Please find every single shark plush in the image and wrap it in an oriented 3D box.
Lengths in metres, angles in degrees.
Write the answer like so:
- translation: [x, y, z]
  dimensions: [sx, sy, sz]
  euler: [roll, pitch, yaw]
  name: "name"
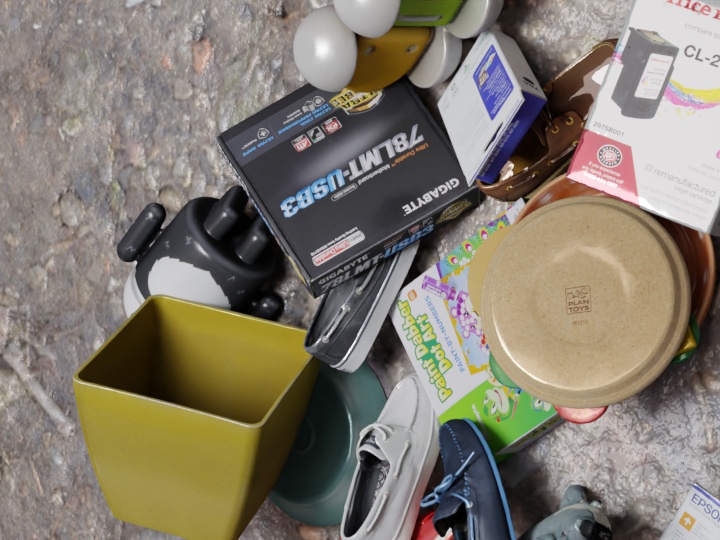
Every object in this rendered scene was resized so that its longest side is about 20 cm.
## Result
- translation: [0.187, 0.253, 1.550]
  dimensions: [0.083, 0.200, 0.091]
  euler: [-12, 90, -7]
  name: "shark plush"

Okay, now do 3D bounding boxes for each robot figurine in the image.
- translation: [-0.173, 0.003, 1.860]
  dimensions: [0.200, 0.124, 0.151]
  euler: [-47, 63, 26]
  name: "robot figurine"

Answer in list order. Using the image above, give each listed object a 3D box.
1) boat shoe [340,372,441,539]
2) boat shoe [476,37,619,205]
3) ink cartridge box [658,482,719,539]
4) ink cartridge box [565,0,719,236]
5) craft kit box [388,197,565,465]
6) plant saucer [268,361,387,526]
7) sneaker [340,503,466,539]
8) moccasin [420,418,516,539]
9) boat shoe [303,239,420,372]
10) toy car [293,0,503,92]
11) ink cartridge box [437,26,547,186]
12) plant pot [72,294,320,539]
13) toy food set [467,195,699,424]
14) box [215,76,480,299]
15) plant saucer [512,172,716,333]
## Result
- translation: [0.025, 0.187, 1.697]
  dimensions: [0.072, 0.068, 0.201]
  euler: [-1, 62, 47]
  name: "boat shoe"
- translation: [0.185, -0.138, 1.622]
  dimensions: [0.200, 0.067, 0.072]
  euler: [-49, 62, 26]
  name: "boat shoe"
- translation: [0.328, 0.323, 1.515]
  dimensions: [0.199, 0.040, 0.201]
  euler: [40, 112, 32]
  name: "ink cartridge box"
- translation: [0.288, -0.148, 1.507]
  dimensions: [0.145, 0.083, 0.201]
  euler: [23, 98, 24]
  name: "ink cartridge box"
- translation: [0.140, 0.065, 1.669]
  dimensions: [0.197, 0.048, 0.201]
  euler: [-40, 66, 33]
  name: "craft kit box"
- translation: [-0.056, 0.173, 1.821]
  dimensions: [0.199, 0.036, 0.201]
  euler: [-1, 89, 38]
  name: "plant saucer"
- translation: [0.043, 0.259, 1.717]
  dimensions: [0.200, 0.078, 0.116]
  euler: [-50, 63, 24]
  name: "sneaker"
- translation: [0.099, 0.226, 1.593]
  dimensions: [0.081, 0.068, 0.201]
  euler: [97, 161, -50]
  name: "moccasin"
- translation: [0.000, 0.000, 1.731]
  dimensions: [0.072, 0.068, 0.201]
  euler: [18, 82, 64]
  name: "boat shoe"
- translation: [0.026, -0.269, 1.658]
  dimensions: [0.200, 0.174, 0.151]
  euler: [-48, 55, 49]
  name: "toy car"
- translation: [0.125, -0.152, 1.619]
  dimensions: [0.100, 0.039, 0.200]
  euler: [-57, 19, 22]
  name: "ink cartridge box"
- translation: [-0.164, 0.163, 1.746]
  dimensions: [0.199, 0.200, 0.177]
  euler: [12, 118, 14]
  name: "plant pot"
- translation: [0.200, 0.032, 1.538]
  dimensions: [0.199, 0.049, 0.199]
  euler: [-23, 72, 14]
  name: "toy food set"
- translation: [-0.013, -0.102, 1.721]
  dimensions: [0.199, 0.050, 0.199]
  euler: [-29, 64, -7]
  name: "box"
- translation: [0.228, 0.002, 1.576]
  dimensions: [0.199, 0.032, 0.202]
  euler: [-4, 77, 20]
  name: "plant saucer"
